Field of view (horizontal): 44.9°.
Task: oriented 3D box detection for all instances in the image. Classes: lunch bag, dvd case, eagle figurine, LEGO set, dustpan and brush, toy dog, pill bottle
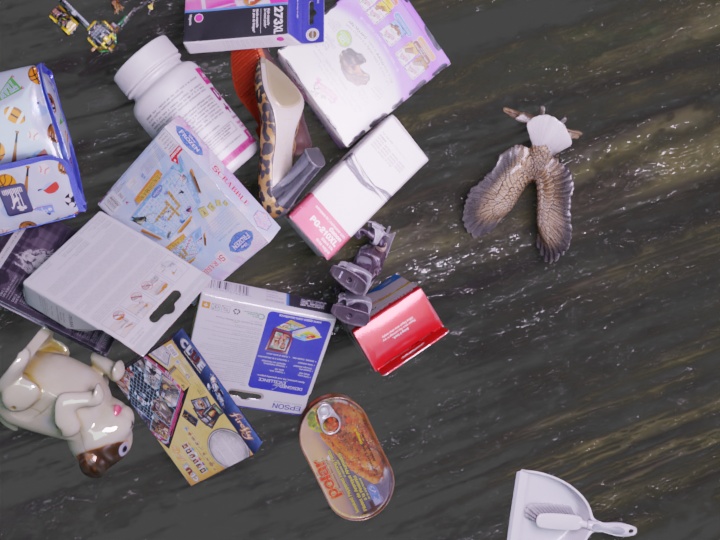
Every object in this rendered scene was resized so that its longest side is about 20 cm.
[{"bbox_3d":[-0.471,-0.156,1.165,0.166,0.124,0.205,-14,99,-9],"label":"lunch bag"},{"bbox_3d":[-0.409,0.013,1.204,0.197,0.016,0.151,29,53,-12],"label":"dvd case"},{"bbox_3d":[0.257,-0.129,1.300,0.149,0.151,0.204,25,85,-31],"label":"eagle figurine"},{"bbox_3d":[-0.341,-0.400,1.169,0.199,0.116,0.155,-40,100,-4],"label":"LEGO set"},{"bbox_3d":[0.341,0.400,1.391,0.195,0.057,0.143,7,93,-11],"label":"dustpan and brush"},{"bbox_3d":[-0.403,0.195,1.203,0.199,0.140,0.195,38,105,-11],"label":"toy dog"},{"bbox_3d":[-0.241,-0.213,1.207,0.113,0.113,0.201,-40,100,-4],"label":"pill bottle"}]

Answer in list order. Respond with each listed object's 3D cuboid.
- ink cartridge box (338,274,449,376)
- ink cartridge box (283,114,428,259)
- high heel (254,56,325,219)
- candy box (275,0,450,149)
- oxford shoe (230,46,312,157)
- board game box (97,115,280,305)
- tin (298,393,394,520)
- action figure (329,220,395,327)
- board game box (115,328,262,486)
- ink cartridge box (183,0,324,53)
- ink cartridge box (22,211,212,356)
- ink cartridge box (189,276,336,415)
[{"bbox_3d":[0.042,0.074,1.238,0.115,0.200,0.068,-33,101,-6],"label":"ink cartridge box"},{"bbox_3d":[-0.010,-0.117,1.240,0.200,0.145,0.084,-44,98,-4],"label":"ink cartridge box"},{"bbox_3d":[-0.130,-0.178,1.192,0.070,0.142,0.203,-2,59,-43],"label":"high heel"},{"bbox_3d":[0.001,-0.305,1.263,0.199,0.071,0.169,-38,100,-5],"label":"candy box"},{"bbox_3d":[-0.129,-0.257,1.258,0.072,0.070,0.204,-18,88,-48],"label":"oxford shoe"},{"bbox_3d":[-0.238,-0.075,1.194,0.200,0.041,0.199,48,130,-10],"label":"board game box"},{"bbox_3d":[-0.023,0.282,1.323,0.110,0.042,0.204,-27,103,-11],"label":"tin"},{"bbox_3d":[0.000,0.000,1.231,0.068,0.200,0.133,16,110,3],"label":"action figure"},{"bbox_3d":[-0.249,0.199,1.248,0.134,0.035,0.202,-28,101,27],"label":"board game box"},{"bbox_3d":[-0.148,-0.359,1.211,0.194,0.037,0.097,-2,75,5],"label":"ink cartridge box"},{"bbox_3d":[-0.323,0.024,1.170,0.197,0.048,0.161,29,50,11],"label":"ink cartridge box"},{"bbox_3d":[-0.152,0.115,1.262,0.193,0.048,0.203,11,128,-14],"label":"ink cartridge box"}]
